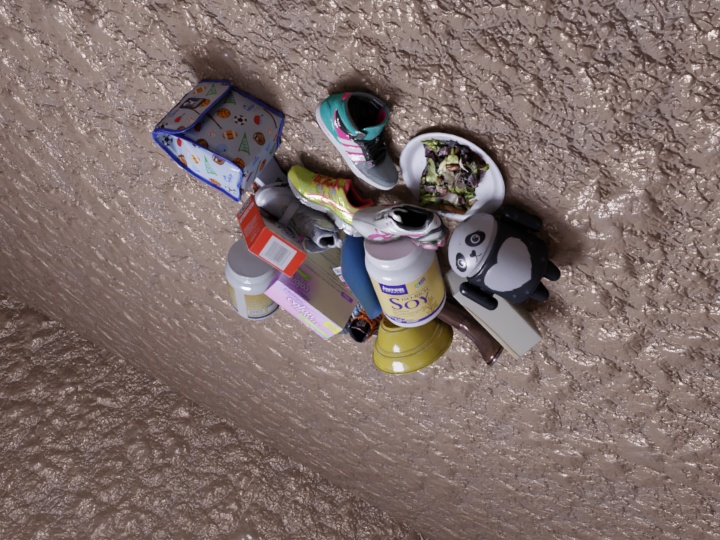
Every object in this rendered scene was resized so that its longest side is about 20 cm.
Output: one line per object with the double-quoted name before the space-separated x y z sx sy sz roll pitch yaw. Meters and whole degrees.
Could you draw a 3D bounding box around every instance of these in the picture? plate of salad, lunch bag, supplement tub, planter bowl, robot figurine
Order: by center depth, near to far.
"plate of salad" 0.154 -0.153 1.124 0.197 0.048 0.202 23 148 15
"robot figurine" 0.252 -0.019 1.135 0.197 0.153 0.125 25 157 -7
"lunch bag" -0.270 -0.262 1.222 0.198 0.171 0.124 30 146 3
"supplement tub" 0.090 0.001 1.303 0.143 0.147 0.202 11 144 29
"planter bowl" 0.104 0.134 1.440 0.198 0.201 0.085 0 125 40
"supplement tub" -0.272 0.021 1.649 0.142 0.146 0.201 24 149 10

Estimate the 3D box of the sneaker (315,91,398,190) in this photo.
"sneaker" 0.020 -0.230 1.107 0.200 0.084 0.120 45 156 -19

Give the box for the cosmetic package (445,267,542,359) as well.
"cosmetic package" 0.264 0.069 1.272 0.073 0.104 0.200 -42 108 16

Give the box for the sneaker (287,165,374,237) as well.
"sneaker" -0.054 -0.159 1.286 0.198 0.079 0.091 33 129 -4

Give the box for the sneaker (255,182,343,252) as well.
"sneaker" -0.119 -0.107 1.312 0.197 0.116 0.076 20 120 -26

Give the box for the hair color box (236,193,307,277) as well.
"hair color box" -0.187 -0.076 1.338 0.110 0.064 0.200 34 -170 -29

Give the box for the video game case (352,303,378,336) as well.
"video game case" 0.052 0.110 1.612 0.179 0.024 0.202 13 145 28

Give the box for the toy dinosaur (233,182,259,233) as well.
"toy dinosaur" -0.195 -0.124 1.483 0.195 0.106 0.183 -2 139 -12

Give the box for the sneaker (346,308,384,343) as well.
"sneaker" 0.030 0.092 1.478 0.077 0.112 0.203 26 128 17

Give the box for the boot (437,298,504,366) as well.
"boot" 0.206 0.111 1.367 0.198 0.065 0.186 35 -172 -3

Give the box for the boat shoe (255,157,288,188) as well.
"boat shoe" -0.194 -0.190 1.359 0.056 0.069 0.200 -9 132 48

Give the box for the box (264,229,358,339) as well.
"box" -0.082 0.013 1.418 0.175 0.202 0.096 37 148 -12

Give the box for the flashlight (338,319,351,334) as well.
"flashlight" -0.085 0.087 1.654 0.067 0.068 0.201 6 140 43

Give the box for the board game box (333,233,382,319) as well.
"board game box" 0.000 0.000 1.364 0.038 0.160 0.201 -6 134 31

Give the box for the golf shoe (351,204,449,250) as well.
"golf shoe" 0.065 -0.097 1.190 0.196 0.074 0.092 8 157 29
